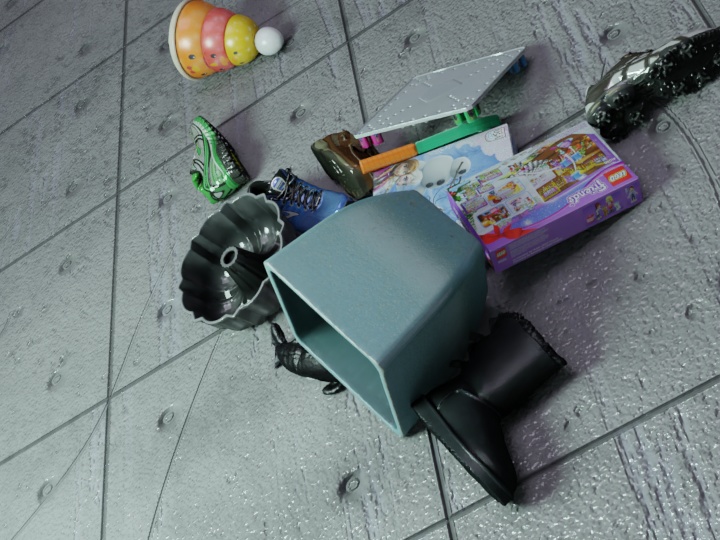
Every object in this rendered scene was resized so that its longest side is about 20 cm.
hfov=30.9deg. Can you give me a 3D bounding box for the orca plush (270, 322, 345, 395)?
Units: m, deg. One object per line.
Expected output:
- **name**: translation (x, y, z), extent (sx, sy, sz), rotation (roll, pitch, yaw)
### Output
- **orca plush**: translation (-0.060, 0.090, 1.651), extent (0.199, 0.071, 0.106), rotation (17, 76, 50)

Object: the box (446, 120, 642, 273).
- **box**: translation (0.218, -0.090, 1.558), extent (0.198, 0.039, 0.137), rotation (-26, 41, -4)

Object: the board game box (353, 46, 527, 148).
- **board game box**: translation (0.115, -0.240, 1.812), extent (0.198, 0.026, 0.200), rotation (-9, 26, 37)

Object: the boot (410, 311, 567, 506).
- **boot**: translation (0.156, 0.143, 1.412), extent (0.162, 0.074, 0.198), rotation (-41, 35, -3)

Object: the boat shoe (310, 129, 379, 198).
- **boat shoe**: translation (-0.013, -0.164, 1.857), extent (0.073, 0.076, 0.200), rotation (-34, 25, -5)

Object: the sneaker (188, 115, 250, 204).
- **sneaker**: translation (-0.250, -0.182, 2.109), extent (0.085, 0.078, 0.201), rotation (-39, 37, 5)

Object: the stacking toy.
- **stacking toy**: translation (-0.226, -0.409, 2.296), extent (0.197, 0.147, 0.147), rotation (5, 55, 27)

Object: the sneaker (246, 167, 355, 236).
- **sneaker**: translation (-0.092, -0.095, 1.863), extent (0.198, 0.089, 0.079), rotation (4, 56, 43)

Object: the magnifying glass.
- **magnifying glass**: translation (0.094, -0.170, 1.750), extent (0.197, 0.023, 0.080), rotation (-20, -2, -1)

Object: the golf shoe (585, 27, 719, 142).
- **golf shoe**: translation (0.360, -0.250, 1.605), extent (0.198, 0.078, 0.095), rotation (-31, 37, 15)

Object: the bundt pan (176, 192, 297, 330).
- **bundt pan**: translation (-0.162, -0.002, 1.829), extent (0.200, 0.076, 0.204), rotation (-22, 52, 30)

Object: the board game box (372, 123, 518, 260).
- **board game box**: translation (0.114, -0.082, 1.670), extent (0.196, 0.044, 0.202), rotation (-18, 41, 14)

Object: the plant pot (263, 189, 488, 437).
- **plant pot**: translation (0.039, 0.028, 1.498), extent (0.200, 0.197, 0.195), rotation (-43, 62, -15)
